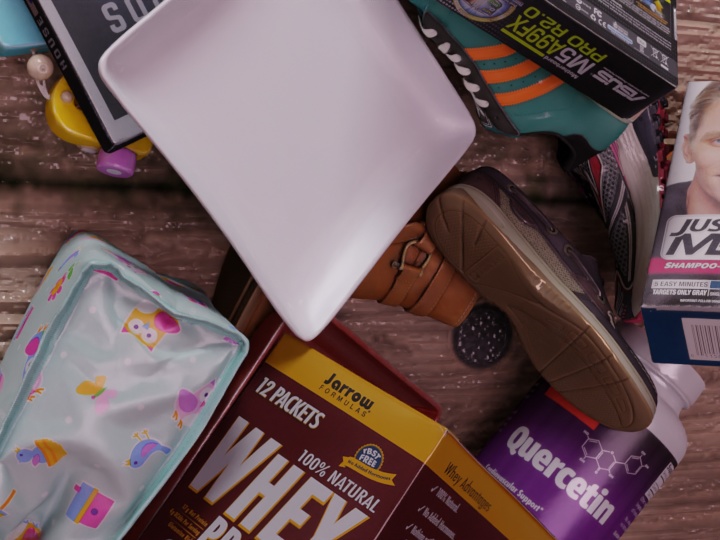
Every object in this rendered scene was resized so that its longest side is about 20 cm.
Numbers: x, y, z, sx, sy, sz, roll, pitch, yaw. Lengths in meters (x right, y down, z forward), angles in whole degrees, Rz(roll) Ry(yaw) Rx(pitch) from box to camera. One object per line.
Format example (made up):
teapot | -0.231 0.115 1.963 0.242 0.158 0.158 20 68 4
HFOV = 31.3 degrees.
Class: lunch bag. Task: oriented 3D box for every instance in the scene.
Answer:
lunch bag | -0.166 0.088 0.743 0.122 0.170 0.200 30 91 -17

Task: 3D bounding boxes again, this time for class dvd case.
dvd case | -0.129 -0.188 0.747 0.150 0.025 0.200 -30 96 -27

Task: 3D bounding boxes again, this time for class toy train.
toy train | -0.148 -0.140 0.775 0.200 0.056 0.150 41 66 -16

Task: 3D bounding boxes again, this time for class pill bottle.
pill bottle | 0.149 0.135 0.899 0.112 0.112 0.200 42 84 -22

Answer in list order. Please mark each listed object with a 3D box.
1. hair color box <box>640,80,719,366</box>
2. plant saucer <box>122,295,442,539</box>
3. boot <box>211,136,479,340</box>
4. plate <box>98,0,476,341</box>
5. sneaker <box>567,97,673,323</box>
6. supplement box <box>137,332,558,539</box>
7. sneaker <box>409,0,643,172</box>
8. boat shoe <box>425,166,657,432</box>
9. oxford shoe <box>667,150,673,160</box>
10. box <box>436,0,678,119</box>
hair color box | 0.246 -0.034 0.820 0.061 0.100 0.200 66 35 -44
plant saucer | -0.052 0.131 0.823 0.200 0.037 0.200 -56 141 -7
boot | 0.000 0.000 0.850 0.155 0.077 0.200 33 80 -26
plate | -0.037 -0.096 0.746 0.200 0.032 0.200 -51 118 -30
sneaker | 0.178 -0.063 0.889 0.074 0.081 0.201 -7 90 23
supplement box | -0.013 0.184 0.762 0.200 0.133 0.197 -54 140 -10
sneaker | 0.085 -0.128 0.800 0.200 0.071 0.080 30 113 -22
boat shoe | 0.127 0.015 0.826 0.200 0.072 0.065 47 56 -3
oxford shoe | 0.266 -0.067 0.927 0.071 0.073 0.200 35 87 -23
box | 0.102 -0.201 0.752 0.200 0.044 0.161 26 53 -27
